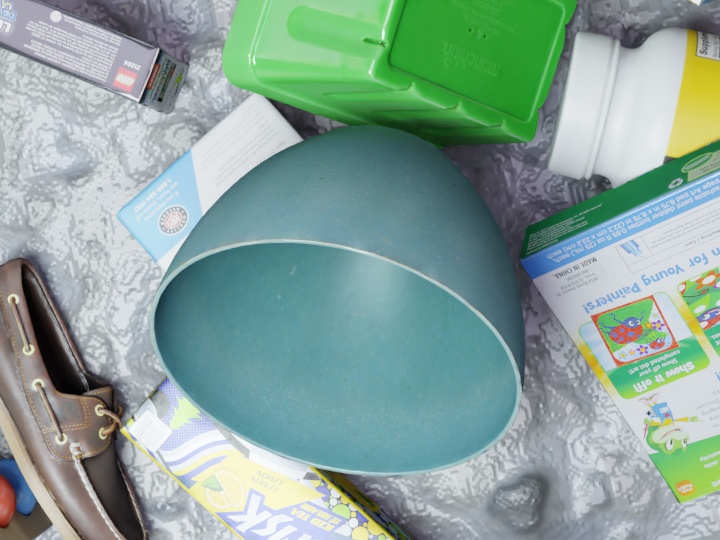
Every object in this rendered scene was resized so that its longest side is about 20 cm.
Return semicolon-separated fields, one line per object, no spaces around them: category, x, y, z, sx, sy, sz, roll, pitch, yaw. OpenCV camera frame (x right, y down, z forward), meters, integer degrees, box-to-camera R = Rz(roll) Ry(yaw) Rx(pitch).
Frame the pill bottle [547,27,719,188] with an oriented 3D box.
pill bottle;0.215;-0.078;1.097;0.200;0.112;0.113;12;92;3

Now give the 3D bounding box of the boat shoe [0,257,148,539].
boat shoe;-0.182;0.088;1.145;0.070;0.070;0.200;-32;89;8

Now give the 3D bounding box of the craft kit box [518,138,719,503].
craft kit box;0.225;0.020;1.066;0.200;0.049;0.198;-24;112;24

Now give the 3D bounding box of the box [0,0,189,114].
box;-0.208;-0.148;1.123;0.200;0.110;0.035;22;92;2

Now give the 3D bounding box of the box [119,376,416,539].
box;-0.048;0.137;1.139;0.200;0.070;0.064;42;92;2

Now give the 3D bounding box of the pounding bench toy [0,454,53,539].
pounding bench toy;-0.305;0.121;1.127;0.156;0.124;0.200;-39;89;3

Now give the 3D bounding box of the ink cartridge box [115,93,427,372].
ink cartridge box;-0.037;0.005;1.136;0.116;0.068;0.200;-41;88;2

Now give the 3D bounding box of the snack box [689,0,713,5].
snack box;0.138;-0.228;1.007;0.200;0.169;0.068;39;114;12

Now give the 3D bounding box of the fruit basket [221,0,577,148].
fruit basket;-0.002;-0.164;1.091;0.215;0.216;0.156;18;92;3

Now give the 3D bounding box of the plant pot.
plant pot;0.000;0.000;1.023;0.200;0.200;0.135;14;52;3
